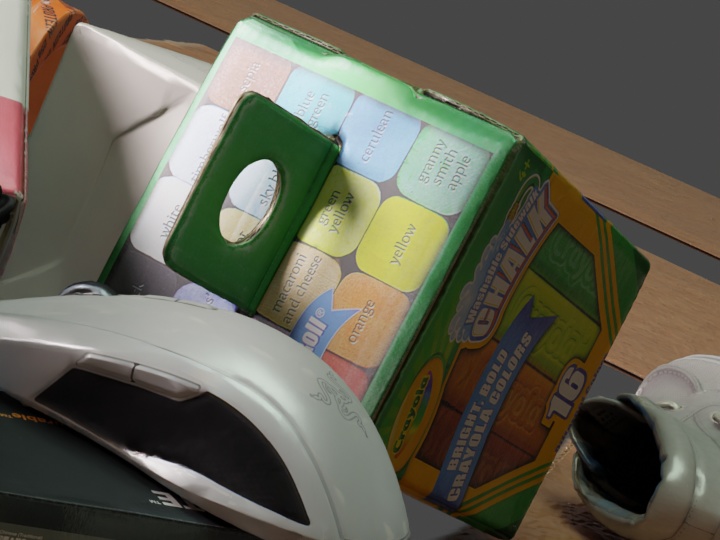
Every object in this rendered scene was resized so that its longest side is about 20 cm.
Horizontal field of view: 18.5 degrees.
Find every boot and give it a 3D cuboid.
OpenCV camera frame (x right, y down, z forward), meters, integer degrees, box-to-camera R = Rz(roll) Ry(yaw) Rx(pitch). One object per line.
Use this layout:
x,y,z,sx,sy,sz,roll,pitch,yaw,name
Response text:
0.132,0.071,0.942,0.095,0.074,0.200,26,10,-17,boot

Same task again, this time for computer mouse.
-0.067,0.020,0.627,0.199,0.044,0.110,26,10,19,computer mouse

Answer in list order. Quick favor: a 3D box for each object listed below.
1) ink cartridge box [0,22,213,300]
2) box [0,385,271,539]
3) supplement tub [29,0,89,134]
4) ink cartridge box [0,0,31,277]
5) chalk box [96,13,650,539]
-0.056,-0.017,0.879,0.067,0.117,0.200,28,7,27,ink cartridge box
-0.112,0.052,0.622,0.199,0.046,0.159,15,12,-36,box
-0.230,-0.109,0.992,0.199,0.123,0.122,23,10,8,supplement tub
-0.194,-0.085,0.781,0.146,0.083,0.201,13,44,-19,ink cartridge box
0.000,0.000,0.781,0.124,0.125,0.200,27,-2,28,chalk box
